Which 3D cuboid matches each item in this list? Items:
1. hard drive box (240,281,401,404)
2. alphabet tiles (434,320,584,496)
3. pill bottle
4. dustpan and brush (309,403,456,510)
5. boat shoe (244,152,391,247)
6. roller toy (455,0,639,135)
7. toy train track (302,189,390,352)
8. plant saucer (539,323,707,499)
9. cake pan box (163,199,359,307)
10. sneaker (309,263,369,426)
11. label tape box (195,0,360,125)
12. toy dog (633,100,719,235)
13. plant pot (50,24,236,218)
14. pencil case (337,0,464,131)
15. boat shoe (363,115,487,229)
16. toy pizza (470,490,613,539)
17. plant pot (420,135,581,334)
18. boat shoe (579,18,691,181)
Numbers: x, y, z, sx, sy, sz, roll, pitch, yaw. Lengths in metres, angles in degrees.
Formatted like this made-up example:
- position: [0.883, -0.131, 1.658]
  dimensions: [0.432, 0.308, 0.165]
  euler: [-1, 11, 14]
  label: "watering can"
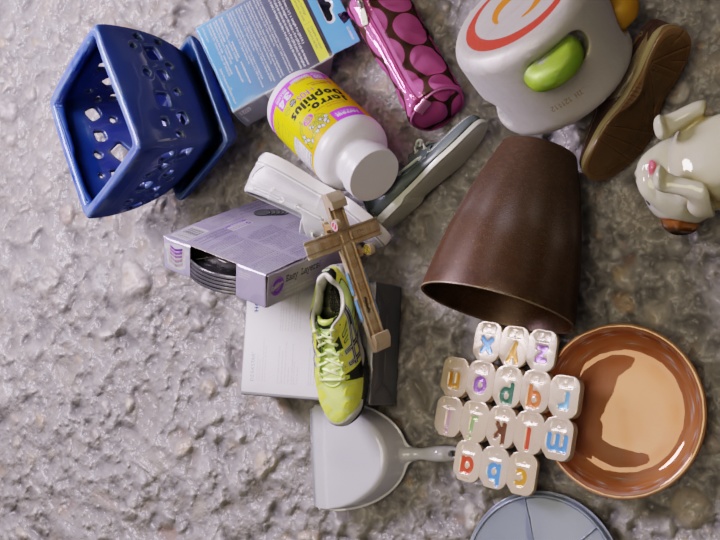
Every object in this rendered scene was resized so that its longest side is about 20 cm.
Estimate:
- position: [-0.053, 0.092, 1.592]
  dimensions: [0.198, 0.077, 0.158]
  euler: [2, 86, 28]
  label: "hard drive box"
- position: [0.176, 0.164, 1.462]
  dimensions: [0.199, 0.015, 0.198]
  euler: [6, 86, 41]
  label: "alphabet tiles"
- position: [-0.033, -0.172, 1.565]
  dimensions: [0.105, 0.104, 0.200]
  euler: [-55, 48, 13]
  label: "pill bottle"
- position: [0.032, 0.237, 1.552]
  dimensions: [0.199, 0.057, 0.141]
  euler: [-6, 83, 35]
  label: "dustpan and brush"
- position: [-0.057, -0.074, 1.541]
  dimensions: [0.199, 0.072, 0.069]
  euler: [32, 84, 2]
  label: "boat shoe"
- position: [0.218, -0.258, 1.416]
  dimensions: [0.182, 0.140, 0.201]
  euler: [-4, 49, 47]
  label: "roller toy"
- position: [0.000, 0.000, 1.466]
  dimensions: [0.032, 0.114, 0.202]
  euler: [-10, 99, 55]
  label: "toy train track"
- position: [0.306, 0.163, 1.411]
  dimensions: [0.198, 0.037, 0.202]
  euler: [-3, 84, 28]
  label: "plant saucer"
- position: [-0.129, -0.026, 1.571]
  dimensions: [0.183, 0.199, 0.053]
  euler: [17, 117, 32]
  label: "cake pan box"
- position: [-0.036, 0.091, 1.497]
  dimensions: [0.075, 0.076, 0.202]
  euler: [-6, 83, 27]
  label: "sneaker"
- position: [-0.107, -0.312, 1.664]
  dimensions: [0.199, 0.066, 0.144]
  euler: [-27, 72, 6]
  label: "label tape box"
- position: [0.392, -0.120, 1.330]
  dimensions: [0.199, 0.193, 0.141]
  euler: [-22, 72, 48]
  label: "toy dog"
- position: [-0.294, -0.206, 1.675]
  dimensions: [0.200, 0.179, 0.201]
  euler: [-42, 64, 48]
  label: "plant pot"
- position: [0.054, -0.278, 1.560]
  dimensions: [0.091, 0.094, 0.201]
  euler: [-36, 70, 18]
  label: "pencil case"
- position: [0.077, -0.136, 1.547]
  dimensions: [0.200, 0.073, 0.062]
  euler: [-44, 71, 24]
  label: "boat shoe"
- position: [0.219, 0.363, 1.443]
  dimensions: [0.199, 0.032, 0.202]
  euler: [-3, 84, 27]
  label: "toy pizza"
- position: [0.185, -0.049, 1.432]
  dimensions: [0.186, 0.187, 0.202]
  euler: [10, 78, 29]
  label: "plant pot"
- position: [0.313, -0.204, 1.435]
  dimensions: [0.201, 0.072, 0.072]
  euler: [-65, 31, 17]
  label: "boat shoe"
